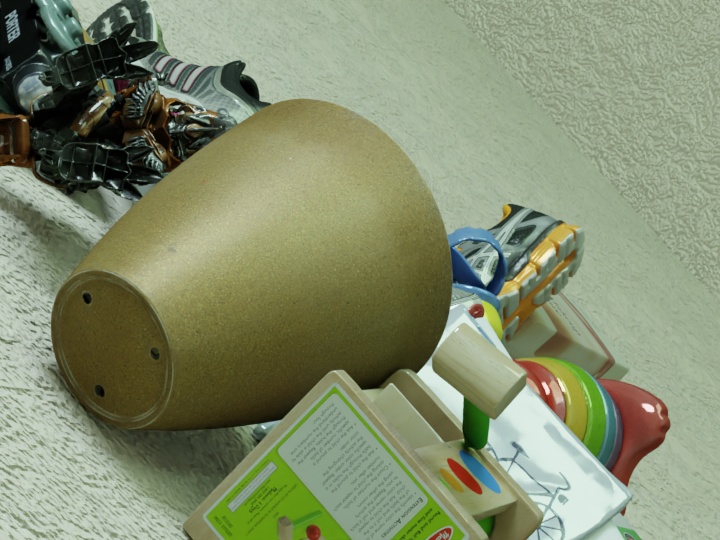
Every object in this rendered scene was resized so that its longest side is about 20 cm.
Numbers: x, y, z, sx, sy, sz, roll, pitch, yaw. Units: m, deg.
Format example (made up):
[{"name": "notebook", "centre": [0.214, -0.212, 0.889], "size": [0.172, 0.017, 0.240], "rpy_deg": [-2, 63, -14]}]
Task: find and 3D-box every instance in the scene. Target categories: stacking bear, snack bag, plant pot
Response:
[{"name": "stacking bear", "centre": [0.135, 0.117, 1.945], "size": [0.113, 0.122, 0.200], "rpy_deg": [30, 3, 35]}, {"name": "snack bag", "centre": [0.060, 0.126, 1.616], "size": [0.199, 0.021, 0.189], "rpy_deg": [-29, 67, -36]}, {"name": "plant pot", "centre": [-0.079, 0.015, 1.451], "size": [0.187, 0.187, 0.199], "rpy_deg": [48, 40, 15]}]

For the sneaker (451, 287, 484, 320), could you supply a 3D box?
[{"name": "sneaker", "centre": [0.000, 0.000, 1.780], "size": [0.199, 0.083, 0.078], "rpy_deg": [19, 20, 31]}]

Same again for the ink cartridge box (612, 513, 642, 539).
[{"name": "ink cartridge box", "centre": [0.106, 0.164, 1.757], "size": [0.200, 0.084, 0.145], "rpy_deg": [51, 15, 25]}]

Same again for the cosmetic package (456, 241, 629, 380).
[{"name": "cosmetic package", "centre": [0.137, 0.060, 2.183], "size": [0.104, 0.087, 0.200], "rpy_deg": [51, 14, 31]}]

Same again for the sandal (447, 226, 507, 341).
[{"name": "sandal", "centre": [0.054, 0.016, 1.913], "size": [0.079, 0.088, 0.200], "rpy_deg": [24, -15, -28]}]

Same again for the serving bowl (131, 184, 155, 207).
[{"name": "serving bowl", "centre": [-0.074, 0.007, 1.669], "size": [0.199, 0.066, 0.200], "rpy_deg": [31, -6, 4]}]

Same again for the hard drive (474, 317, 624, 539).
[{"name": "hard drive", "centre": [0.073, 0.132, 1.661], "size": [0.201, 0.131, 0.027], "rpy_deg": [59, -26, 29]}]

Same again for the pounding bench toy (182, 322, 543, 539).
[{"name": "pounding bench toy", "centre": [0.033, 0.116, 1.414], "size": [0.124, 0.200, 0.156], "rpy_deg": [47, 13, 13]}]

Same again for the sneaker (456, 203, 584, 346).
[{"name": "sneaker", "centre": [0.096, 0.018, 2.045], "size": [0.077, 0.200, 0.079], "rpy_deg": [34, -36, 27]}]

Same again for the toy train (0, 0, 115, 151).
[{"name": "toy train", "centre": [-0.212, -0.134, 1.725], "size": [0.114, 0.085, 0.200], "rpy_deg": [54, 5, -26]}]

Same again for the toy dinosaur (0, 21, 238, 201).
[{"name": "toy dinosaur", "centre": [-0.170, -0.079, 1.547], "size": [0.103, 0.199, 0.136], "rpy_deg": [66, -20, -2]}]

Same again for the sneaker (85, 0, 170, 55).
[{"name": "sneaker", "centre": [-0.158, -0.130, 1.926], "size": [0.089, 0.077, 0.201], "rpy_deg": [50, 10, -46]}]

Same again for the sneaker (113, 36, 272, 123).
[{"name": "sneaker", "centre": [-0.118, -0.116, 1.770], "size": [0.087, 0.074, 0.200], "rpy_deg": [-11, 25, -24]}]
